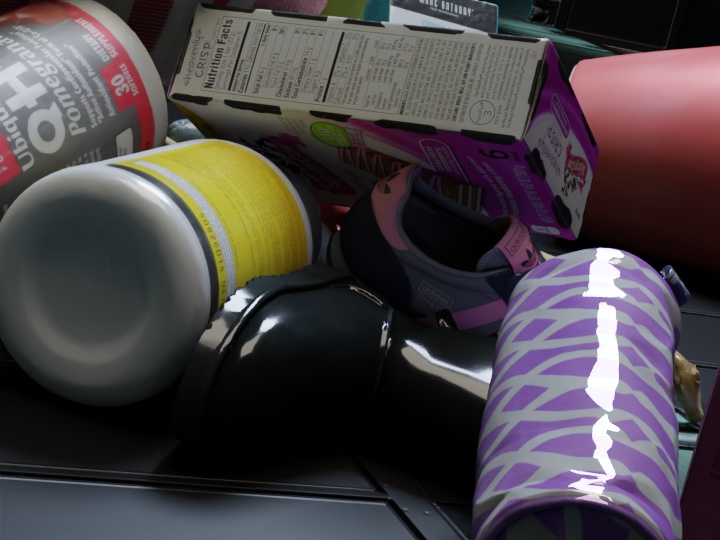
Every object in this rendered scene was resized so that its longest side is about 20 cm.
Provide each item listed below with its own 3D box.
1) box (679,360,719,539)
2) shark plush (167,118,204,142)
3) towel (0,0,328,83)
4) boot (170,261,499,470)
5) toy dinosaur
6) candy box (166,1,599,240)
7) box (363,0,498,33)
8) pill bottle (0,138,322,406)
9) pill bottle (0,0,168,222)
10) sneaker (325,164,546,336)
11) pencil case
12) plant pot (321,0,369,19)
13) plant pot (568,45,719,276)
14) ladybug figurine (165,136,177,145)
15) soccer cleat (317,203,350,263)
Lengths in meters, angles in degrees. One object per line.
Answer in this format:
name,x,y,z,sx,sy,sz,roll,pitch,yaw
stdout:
box,0.260,0.087,0.865,0.176,0.097,0.200,17,14,12
shark plush,-0.026,-0.077,1.164,0.200,0.083,0.091,-9,21,-5
towel,-0.127,-0.141,0.960,0.200,0.023,0.144,6,-21,-15
boot,0.020,0.060,0.813,0.162,0.073,0.198,23,18,14
toy dinosaur,0.128,0.012,1.026,0.200,0.058,0.101,35,-3,7
candy box,0.015,-0.079,0.937,0.200,0.061,0.136,10,-17,23
box,0.042,-0.089,1.147,0.082,0.200,0.049,13,-24,-21
pill bottle,-0.090,-0.007,0.866,0.112,0.112,0.200,18,15,16
pill bottle,-0.198,-0.055,0.871,0.111,0.111,0.200,21,40,27
sneaker,0.082,0.017,0.914,0.200,0.082,0.070,28,47,-6
pencil case,0.092,0.070,0.712,0.084,0.086,0.200,-17,25,21
plant pot,-0.004,-0.155,1.355,0.200,0.193,0.200,13,14,-3
plant pot,0.257,-0.093,1.404,0.177,0.201,0.200,6,12,16
ladybug figurine,-0.167,-0.052,1.052,0.136,0.072,0.200,3,18,-35
soccer cleat,0.000,0.000,1.026,0.069,0.085,0.200,-22,44,-9
